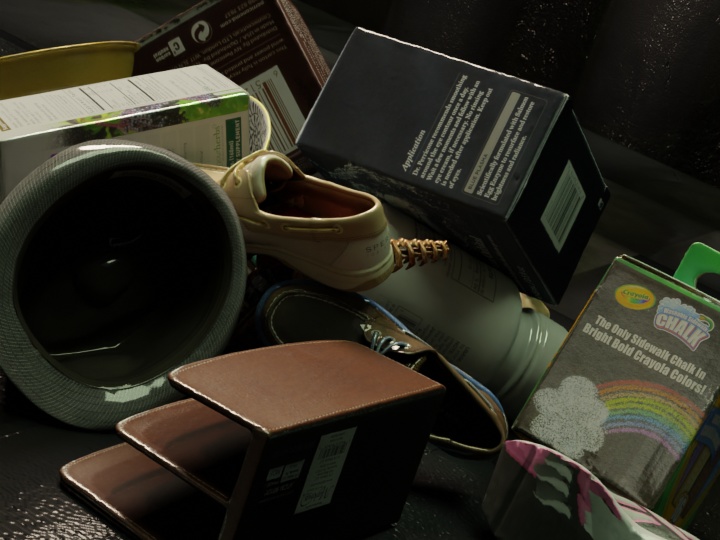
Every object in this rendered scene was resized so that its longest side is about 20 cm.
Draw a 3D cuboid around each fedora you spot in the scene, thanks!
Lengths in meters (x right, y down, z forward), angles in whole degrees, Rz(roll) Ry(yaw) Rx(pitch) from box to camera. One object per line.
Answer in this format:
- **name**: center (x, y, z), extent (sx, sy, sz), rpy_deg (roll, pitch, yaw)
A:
- **fedora**: center (-0.174, 0.009, 0.969), extent (0.177, 0.200, 0.090), rpy_deg (47, -25, -16)

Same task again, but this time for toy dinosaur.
- **toy dinosaur**: center (-0.032, 0.031, 1.058), extent (0.199, 0.136, 0.102), rpy_deg (-17, 19, 24)

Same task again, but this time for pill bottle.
- **pill bottle**: center (0.069, 0.040, 1.182), extent (0.199, 0.115, 0.114), rpy_deg (30, 12, -17)

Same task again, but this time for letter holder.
- **letter holder**: center (-0.066, 0.097, 0.881), extent (0.142, 0.101, 0.199), rpy_deg (27, 17, 28)

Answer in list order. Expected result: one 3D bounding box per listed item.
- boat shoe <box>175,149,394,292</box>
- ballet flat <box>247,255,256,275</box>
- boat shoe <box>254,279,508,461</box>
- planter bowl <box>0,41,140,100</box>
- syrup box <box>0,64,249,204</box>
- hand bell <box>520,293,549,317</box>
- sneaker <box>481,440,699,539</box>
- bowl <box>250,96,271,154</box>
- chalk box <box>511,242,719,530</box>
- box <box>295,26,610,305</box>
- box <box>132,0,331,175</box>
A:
- **boat shoe**: center (-0.064, -0.051, 1.020), extent (0.199, 0.070, 0.074), rpy_deg (18, 40, 22)
- **ballet flat**: center (-0.087, 0.015, 1.157), extent (0.069, 0.070, 0.200), rpy_deg (29, -9, 28)
- **boat shoe**: center (0.020, 0.066, 0.997), extent (0.199, 0.073, 0.072), rpy_deg (28, -3, -9)
- **planter bowl**: center (-0.274, -0.129, 1.206), extent (0.199, 0.084, 0.200), rpy_deg (-11, 4, 1)
- **syrup box**: center (-0.188, -0.093, 1.088), extent (0.199, 0.079, 0.081), rpy_deg (-15, 32, -28)
- **hand bell**: center (0.159, -0.001, 1.307), extent (0.103, 0.201, 0.104), rpy_deg (19, 15, -5)
- **sneaker**: center (0.171, 0.188, 0.962), extent (0.199, 0.081, 0.086), rpy_deg (36, 8, 21)
- **bowl**: center (-0.151, -0.055, 1.224), extent (0.199, 0.095, 0.202), rpy_deg (-15, 39, 12)
- **chalk box**: center (0.225, 0.079, 1.070), extent (0.124, 0.201, 0.124), rpy_deg (30, -9, 28)
- **box**: center (0.082, -0.083, 1.198), extent (0.199, 0.118, 0.197), rpy_deg (22, -12, 26)
- **box**: center (-0.110, -0.161, 1.382), extent (0.165, 0.165, 0.200), rpy_deg (62, 6, 2)
